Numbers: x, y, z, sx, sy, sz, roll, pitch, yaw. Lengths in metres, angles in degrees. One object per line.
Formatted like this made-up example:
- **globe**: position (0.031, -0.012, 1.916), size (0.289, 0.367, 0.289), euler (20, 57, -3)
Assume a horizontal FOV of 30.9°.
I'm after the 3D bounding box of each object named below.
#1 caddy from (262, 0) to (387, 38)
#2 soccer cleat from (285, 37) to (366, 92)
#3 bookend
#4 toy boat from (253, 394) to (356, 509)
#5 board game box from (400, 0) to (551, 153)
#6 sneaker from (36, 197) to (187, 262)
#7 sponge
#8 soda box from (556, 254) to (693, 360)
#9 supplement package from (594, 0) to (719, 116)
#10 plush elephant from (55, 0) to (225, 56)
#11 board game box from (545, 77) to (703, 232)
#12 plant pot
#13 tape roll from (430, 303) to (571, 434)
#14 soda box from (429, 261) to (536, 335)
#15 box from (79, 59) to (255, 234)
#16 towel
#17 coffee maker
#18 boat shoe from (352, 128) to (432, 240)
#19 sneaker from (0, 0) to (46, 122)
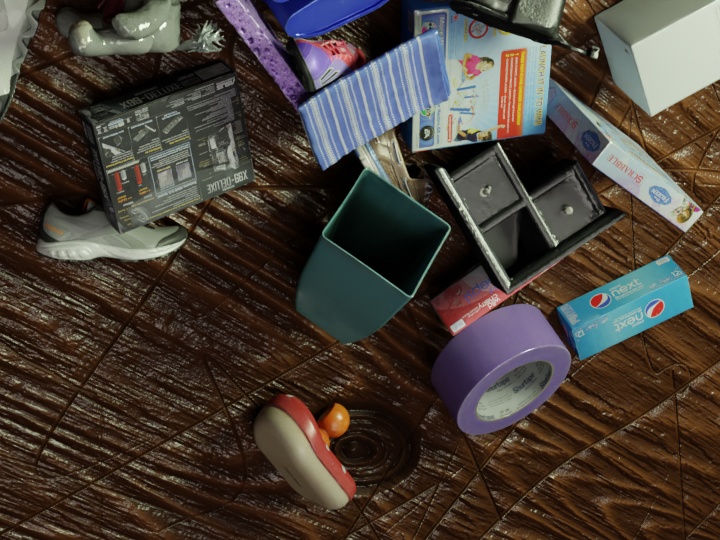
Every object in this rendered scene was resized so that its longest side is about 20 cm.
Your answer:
- **caddy**: position (-0.044, -0.374, 1.562), size (0.198, 0.106, 0.142), euler (-25, 149, 0)
- **soccer cleat**: position (-0.040, -0.256, 1.579), size (0.072, 0.200, 0.069), euler (-23, 90, 8)
- **bookend**: position (0.225, -0.108, 1.788), size (0.199, 0.092, 0.200), euler (-32, 100, -2)
- **toy boat**: position (-0.066, 0.254, 1.953), size (0.131, 0.130, 0.201), euler (-50, 129, -21)
- **board game box**: position (0.152, -0.270, 1.721), size (0.193, 0.056, 0.202), euler (-9, 123, -14)
- **sneaker**: position (-0.319, -0.053, 1.688), size (0.197, 0.074, 0.081), euler (0, 98, -26)
- **sponge**: position (-0.118, -0.279, 1.588), size (0.030, 0.112, 0.201), euler (-32, 126, 7)
- **soda box**: position (0.407, 0.057, 2.009), size (0.198, 0.064, 0.068), euler (-25, 126, -2)
- **supplement package**: position (0.436, -0.321, 1.749), size (0.198, 0.118, 0.118), euler (-28, 127, -1)
- **plush elephant**: position (-0.249, -0.331, 1.486), size (0.197, 0.165, 0.157), euler (0, 108, -12)
- **board game box**: position (0.348, -0.158, 1.771), size (0.199, 0.200, 0.041), euler (31, 109, -31)
- **plant pot**: position (0.000, 0.000, 1.751), size (0.140, 0.142, 0.200), euler (34, 141, -2)
- **tape roll**: position (0.210, 0.149, 1.947), size (0.198, 0.085, 0.201), euler (-22, 146, -16)
- **soda box**: position (0.197, 0.010, 1.892), size (0.199, 0.070, 0.064), euler (-35, 92, 5)
- **box**: position (-0.237, -0.155, 1.634), size (0.198, 0.050, 0.159), euler (-24, 128, -22)
- **towel**: position (0.021, -0.211, 1.619), size (0.198, 0.024, 0.145), euler (-31, 153, -6)
- **coffee maker**: position (0.222, -0.390, 1.600), size (0.190, 0.134, 0.203), euler (15, 97, -35)
- **boat shoe**: position (0.060, -0.111, 1.778), size (0.072, 0.072, 0.201), euler (-31, 126, 2)
- **sneaker**: position (-0.441, -0.247, 1.525), size (0.088, 0.074, 0.202), euler (15, 105, -27)
